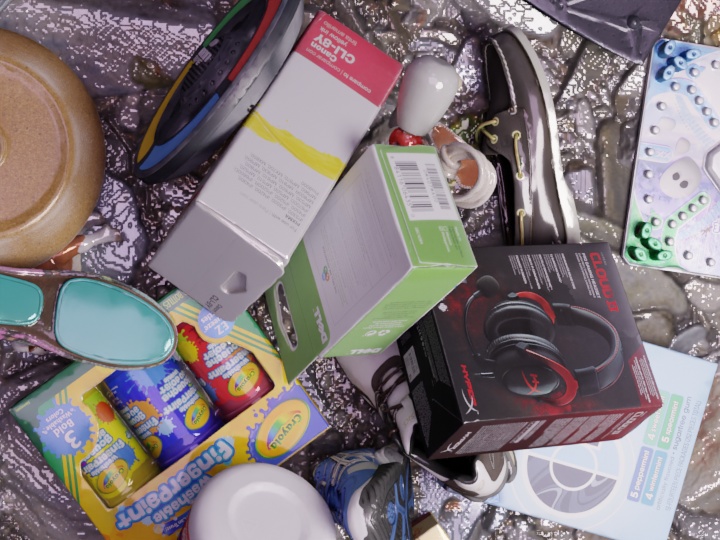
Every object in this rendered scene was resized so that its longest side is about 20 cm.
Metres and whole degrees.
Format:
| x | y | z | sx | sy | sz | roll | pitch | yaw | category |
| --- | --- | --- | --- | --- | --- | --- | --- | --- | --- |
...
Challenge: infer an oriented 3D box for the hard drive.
| x | y | z | sx | sy | sz | roll | pitch | yaw | category |
| --- | --- | --- | --- | --- | --- | --- | --- | --- | --- |
| 0.184 | -0.277 | 1.165 | 0.200 | 0.042 | 0.135 | 32 | 88 | -7 | hard drive |

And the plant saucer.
| x | y | z | sx | sy | sz | roll | pitch | yaw | category |
| --- | --- | --- | --- | --- | --- | --- | --- | --- | --- |
| -0.293 | -0.093 | 1.046 | 0.200 | 0.035 | 0.201 | 1 | 86 | -17 | plant saucer |

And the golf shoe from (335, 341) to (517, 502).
| x | y | z | sx | sy | sz | roll | pitch | yaw | category |
| --- | --- | --- | --- | --- | --- | --- | --- | --- | --- |
| 0.045 | 0.102 | 1.109 | 0.200 | 0.094 | 0.078 | 43 | 97 | 17 | golf shoe |

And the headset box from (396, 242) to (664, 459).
| x | y | z | sx | sy | sz | roll | pitch | yaw | category |
| --- | --- | --- | --- | --- | --- | --- | --- | --- | --- |
| 0.135 | 0.059 | 1.077 | 0.199 | 0.075 | 0.149 | -1 | 62 | -24 | headset box |

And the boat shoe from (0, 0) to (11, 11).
| x | y | z | sx | sy | sz | roll | pitch | yaw | category |
| --- | --- | --- | --- | --- | --- | --- | --- | --- | --- |
| -0.330 | -0.187 | 1.087 | 0.071 | 0.070 | 0.201 | 35 | 84 | -4 | boat shoe |

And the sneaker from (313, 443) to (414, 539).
| x | y | z | sx | sy | sz | roll | pitch | yaw | category |
| --- | --- | --- | --- | --- | --- | --- | --- | --- | --- |
| 0.001 | 0.184 | 1.079 | 0.077 | 0.200 | 0.076 | -5 | 90 | 5 | sneaker |

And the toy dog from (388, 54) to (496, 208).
| x | y | z | sx | sy | sz | roll | pitch | yaw | category |
| --- | --- | --- | --- | --- | --- | --- | --- | --- | --- |
| 0.050 | -0.077 | 1.106 | 0.096 | 0.200 | 0.132 | -19 | 69 | -45 | toy dog |

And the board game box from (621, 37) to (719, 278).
| x | y | z | sx | sy | sz | roll | pitch | yaw | category |
| --- | --- | --- | --- | --- | --- | --- | --- | --- | --- |
| 0.340 | -0.091 | 1.199 | 0.199 | 0.026 | 0.201 | 8 | 90 | -8 | board game box |

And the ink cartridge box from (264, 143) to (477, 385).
| x | y | z | sx | sy | sz | roll | pitch | yaw | category |
| --- | --- | --- | --- | --- | --- | --- | --- | --- | --- |
| 0.000 | 0.000 | 1.045 | 0.059 | 0.200 | 0.104 | -1 | 62 | -33 | ink cartridge box |

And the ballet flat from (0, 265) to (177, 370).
| x | y | z | sx | sy | sz | roll | pitch | yaw | category |
| --- | --- | --- | --- | --- | --- | --- | --- | --- | --- |
| -0.241 | 0.032 | 1.044 | 0.199 | 0.071 | 0.069 | 12 | 81 | -19 | ballet flat |

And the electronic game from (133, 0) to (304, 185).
| x | y | z | sx | sy | sz | roll | pitch | yaw | category |
| --- | --- | --- | --- | --- | --- | --- | --- | --- | --- |
| -0.110 | -0.150 | 1.053 | 0.042 | 0.200 | 0.200 | 36 | 87 | -20 | electronic game |

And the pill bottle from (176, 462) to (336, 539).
| x | y | z | sx | sy | sz | roll | pitch | yaw | category |
| --- | --- | --- | --- | --- | --- | --- | --- | --- | --- |
| -0.099 | 0.245 | 1.064 | 0.112 | 0.200 | 0.113 | 13 | 45 | -14 | pill bottle |

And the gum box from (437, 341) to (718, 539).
| x | y | z | sx | sy | sz | roll | pitch | yaw | category |
| --- | --- | --- | --- | --- | --- | --- | --- | --- | --- |
| 0.186 | 0.132 | 1.175 | 0.199 | 0.045 | 0.170 | 16 | 89 | -8 | gum box |

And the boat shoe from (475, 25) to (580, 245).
| x | y | z | sx | sy | sz | roll | pitch | yaw | category |
| --- | --- | --- | --- | --- | --- | --- | --- | --- | --- |
| 0.131 | -0.102 | 1.148 | 0.060 | 0.072 | 0.202 | -16 | 96 | -11 | boat shoe |

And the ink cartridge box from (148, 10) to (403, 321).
| x | y | z | sx | sy | sz | roll | pitch | yaw | category |
| --- | --- | --- | --- | --- | --- | --- | --- | --- | --- |
| -0.066 | -0.078 | 1.051 | 0.083 | 0.145 | 0.200 | 34 | 61 | -8 | ink cartridge box |

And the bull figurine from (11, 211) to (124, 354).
| x | y | z | sx | sy | sz | roll | pitch | yaw | category |
| --- | --- | --- | --- | --- | --- | --- | --- | --- | --- |
| -0.270 | -0.030 | 1.103 | 0.121 | 0.065 | 0.200 | -36 | 101 | -12 | bull figurine |

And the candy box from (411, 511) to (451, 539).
| x | y | z | sx | sy | sz | roll | pitch | yaw | category |
| --- | --- | --- | --- | --- | --- | --- | --- | --- | --- |
| 0.071 | 0.321 | 1.159 | 0.115 | 0.055 | 0.200 | -35 | 96 | -4 | candy box |

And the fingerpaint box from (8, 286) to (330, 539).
| x | y | z | sx | sy | sz | roll | pitch | yaw | category |
| --- | --- | --- | --- | --- | --- | --- | --- | --- | --- |
| -0.153 | 0.117 | 1.116 | 0.200 | 0.073 | 0.167 | -36 | 95 | -5 | fingerpaint box |
